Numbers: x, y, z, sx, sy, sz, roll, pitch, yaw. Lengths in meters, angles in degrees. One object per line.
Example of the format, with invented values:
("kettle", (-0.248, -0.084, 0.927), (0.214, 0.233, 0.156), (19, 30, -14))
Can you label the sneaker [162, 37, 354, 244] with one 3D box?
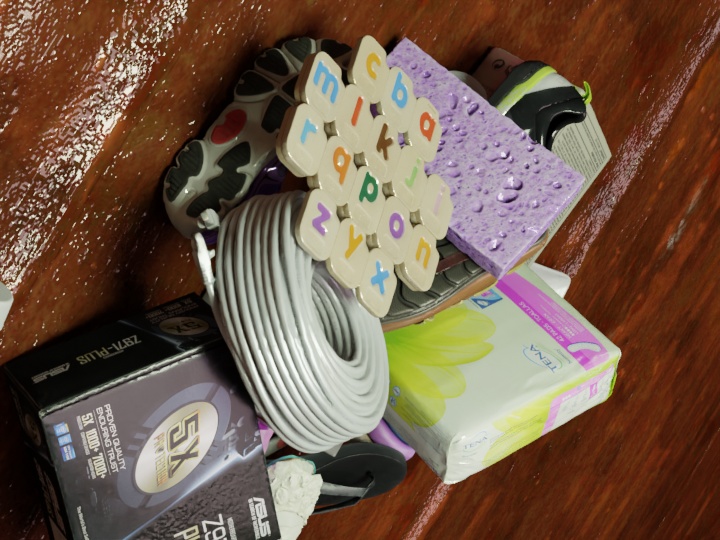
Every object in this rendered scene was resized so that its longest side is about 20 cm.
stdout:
("sneaker", (-0.075, -0.102, 1.447), (0.200, 0.081, 0.083), (-44, 160, -8))

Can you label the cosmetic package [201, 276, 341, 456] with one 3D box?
("cosmetic package", (-0.067, 0.077, 1.578), (0.107, 0.090, 0.200), (-61, 146, -4))

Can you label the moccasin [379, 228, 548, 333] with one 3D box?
("moccasin", (0.062, 0.002, 1.544), (0.201, 0.074, 0.078), (-31, 164, -20))

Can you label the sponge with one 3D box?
("sponge", (0.075, -0.095, 1.529), (0.112, 0.200, 0.030), (-46, 166, -18))

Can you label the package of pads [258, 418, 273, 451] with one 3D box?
("package of pads", (-0.165, 0.201, 1.551), (0.120, 0.076, 0.200), (12, 105, -56))

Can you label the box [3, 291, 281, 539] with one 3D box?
("box", (-0.164, 0.144, 1.411), (0.164, 0.086, 0.200), (-21, 120, -22))

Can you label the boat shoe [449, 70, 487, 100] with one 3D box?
("boat shoe", (0.036, -0.101, 1.606), (0.200, 0.069, 0.057), (-47, -179, -30))

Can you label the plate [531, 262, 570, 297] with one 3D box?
("plate", (0.123, 0.073, 1.896), (0.200, 0.032, 0.200), (19, 100, -58))

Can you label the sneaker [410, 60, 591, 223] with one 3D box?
("sneaker", (0.123, -0.091, 1.578), (0.200, 0.083, 0.072), (-52, 164, -2))

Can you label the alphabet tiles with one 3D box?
("alphabet tiles", (0.007, -0.073, 1.409), (0.200, 0.015, 0.196), (44, 51, -40))

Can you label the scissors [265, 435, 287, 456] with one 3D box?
("scissors", (-0.066, 0.160, 1.717), (0.200, 0.014, 0.073), (-40, 145, -30))

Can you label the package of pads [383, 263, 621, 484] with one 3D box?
("package of pads", (0.107, 0.084, 1.576), (0.200, 0.155, 0.068), (-24, 142, -29))

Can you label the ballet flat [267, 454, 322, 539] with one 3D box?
("ballet flat", (-0.088, 0.237, 1.623), (0.072, 0.072, 0.200), (-26, 163, -42))

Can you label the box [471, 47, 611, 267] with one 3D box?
("box", (0.122, -0.080, 1.691), (0.200, 0.109, 0.128), (-52, 149, -10))

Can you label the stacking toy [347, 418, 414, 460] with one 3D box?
("stacking toy", (0.078, 0.105, 1.708), (0.200, 0.085, 0.085), (-35, 152, 15))

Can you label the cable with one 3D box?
("cable", (-0.042, 0.036, 1.395), (0.200, 0.069, 0.200), (72, 19, 0))

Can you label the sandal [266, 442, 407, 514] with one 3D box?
("sandal", (-0.052, 0.199, 1.660), (0.200, 0.043, 0.076), (-6, 140, -20))

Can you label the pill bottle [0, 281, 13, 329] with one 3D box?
("pill bottle", (-0.311, 0.088, 1.209), (0.116, 0.116, 0.200), (13, 105, -58))
